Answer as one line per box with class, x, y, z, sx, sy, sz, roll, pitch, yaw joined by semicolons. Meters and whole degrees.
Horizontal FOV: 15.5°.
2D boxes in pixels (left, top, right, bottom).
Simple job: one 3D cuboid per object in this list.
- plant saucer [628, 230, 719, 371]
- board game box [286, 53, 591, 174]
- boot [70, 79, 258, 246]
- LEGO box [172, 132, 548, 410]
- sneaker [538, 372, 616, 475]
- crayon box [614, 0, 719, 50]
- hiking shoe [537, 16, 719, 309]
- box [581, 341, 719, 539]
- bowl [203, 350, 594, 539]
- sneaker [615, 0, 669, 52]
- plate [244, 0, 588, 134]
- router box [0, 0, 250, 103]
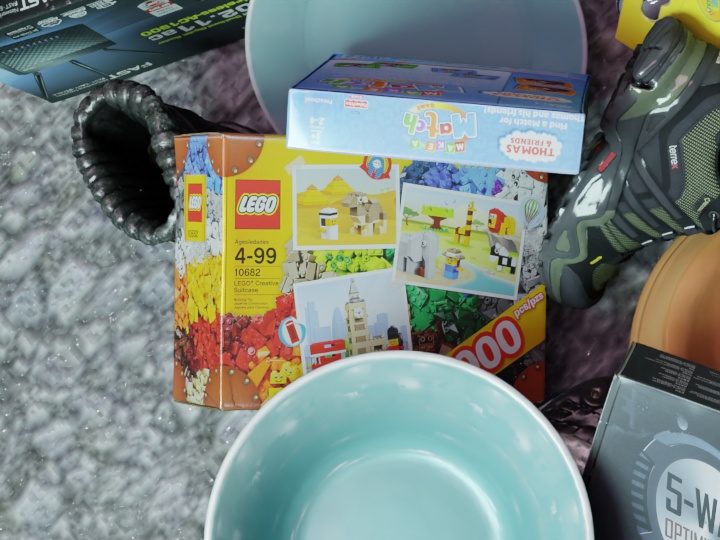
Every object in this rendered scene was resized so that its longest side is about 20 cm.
plant saucer;0.243;0.043;1.429;0.199;0.037;0.201;-4;72;12
board game box;0.047;-0.087;1.420;0.151;0.200;0.037;5;99;5
boot;-0.061;-0.027;1.525;0.211;0.158;0.080;34;96;23
LEGO box;0.000;0.000;1.464;0.077;0.199;0.150;4;94;64
sneaker;0.111;0.115;1.488;0.199;0.072;0.072;-23;70;4
crayon box;0.234;-0.121;1.366;0.200;0.127;0.051;30;65;11
hiking shoe;0.163;-0.038;1.416;0.100;0.076;0.200;26;137;4
box;0.210;0.145;1.388;0.199;0.044;0.161;20;119;10
bowl;0.019;0.148;1.397;0.200;0.105;0.202;0;80;0
sneaker;0.247;-0.142;1.476;0.199;0.074;0.088;-9;114;13
plate;0.033;-0.131;1.526;0.199;0.026;0.201;4;119;6
router box;-0.145;-0.169;1.587;0.199;0.150;0.062;-16;76;21
